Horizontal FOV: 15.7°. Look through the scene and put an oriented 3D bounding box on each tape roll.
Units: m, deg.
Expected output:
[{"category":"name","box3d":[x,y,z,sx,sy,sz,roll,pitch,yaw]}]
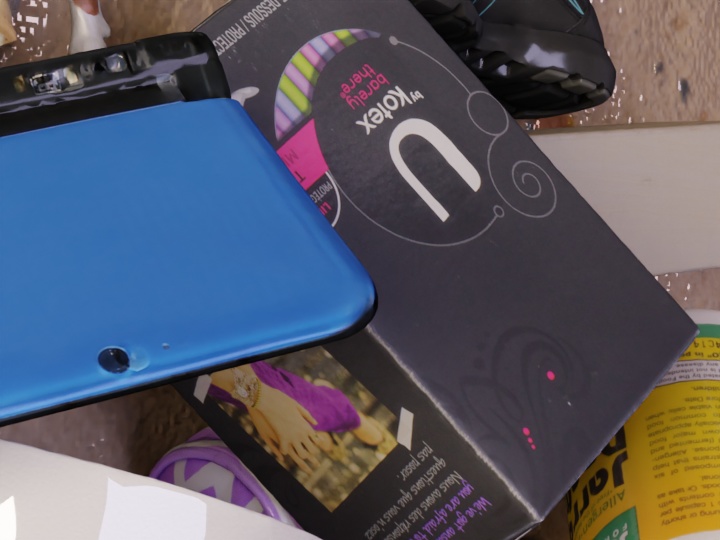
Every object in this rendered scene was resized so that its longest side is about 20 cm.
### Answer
[{"category":"tape roll","box3d":[-0.106,0.100,0.805,0.202,0.202,0.071,26,73,-44]}]

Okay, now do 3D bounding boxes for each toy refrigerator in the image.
[{"category":"toy refrigerator","box3d":[0.094,-0.026,1.107,0.200,0.076,0.070,-7,96,-47]}]

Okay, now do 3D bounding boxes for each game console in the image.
[{"category":"game console","box3d":[-0.124,0.010,0.750,0.200,0.171,0.118,-13,75,-25]}]

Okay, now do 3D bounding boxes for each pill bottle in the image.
[{"category":"pill bottle","box3d":[0.143,0.120,1.077,0.113,0.113,0.200,50,24,-35]}]

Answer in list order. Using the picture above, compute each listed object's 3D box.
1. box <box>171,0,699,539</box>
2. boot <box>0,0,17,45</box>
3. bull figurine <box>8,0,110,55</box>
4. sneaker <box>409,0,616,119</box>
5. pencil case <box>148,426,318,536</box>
[{"category":"box","box3d":[0.000,0.000,0.922,0.200,0.106,0.122,48,49,-3]},{"category":"boot","box3d":[-0.131,-0.143,0.791,0.175,0.066,0.200,1,54,-25]},{"category":"bull figurine","box3d":[-0.164,-0.101,0.838,0.200,0.065,0.122,-29,114,-41]},{"category":"sneaker","box3d":[0.032,-0.118,1.053,0.200,0.075,0.079,18,66,-54]},{"category":"pencil case","box3d":[0.005,0.075,1.016,0.200,0.084,0.086,-21,144,-44]}]
